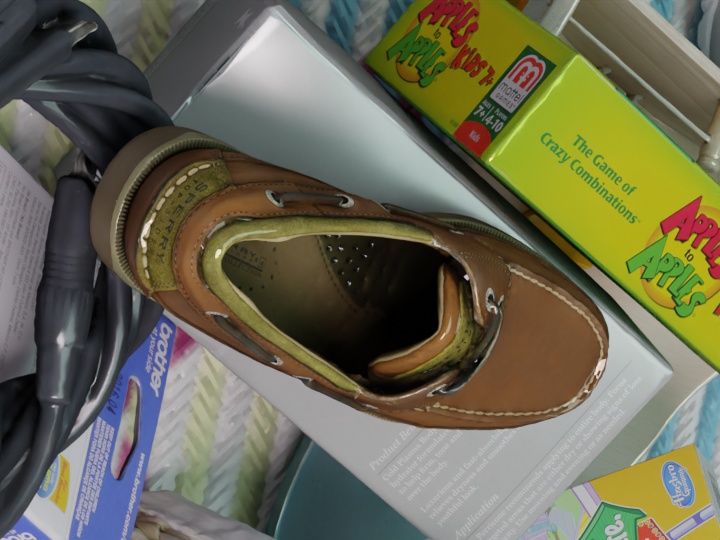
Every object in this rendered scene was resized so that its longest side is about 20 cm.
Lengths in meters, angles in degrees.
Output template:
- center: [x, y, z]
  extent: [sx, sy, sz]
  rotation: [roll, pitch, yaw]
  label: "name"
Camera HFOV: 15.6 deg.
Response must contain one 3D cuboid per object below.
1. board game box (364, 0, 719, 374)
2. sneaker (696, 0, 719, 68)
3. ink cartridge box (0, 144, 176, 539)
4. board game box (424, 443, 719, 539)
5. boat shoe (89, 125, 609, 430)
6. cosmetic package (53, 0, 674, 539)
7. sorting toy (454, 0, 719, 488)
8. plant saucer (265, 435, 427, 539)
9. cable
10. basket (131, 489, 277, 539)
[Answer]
- center: [0.100, -0.018, 0.922]
  extent: [0.200, 0.102, 0.048]
  rotation: [39, 93, -33]
  label: "board game box"
- center: [0.217, -0.143, 1.100]
  extent: [0.075, 0.082, 0.200]
  rotation: [12, 119, -49]
  label: "sneaker"
- center: [-0.137, 0.009, 0.844]
  extent: [0.200, 0.042, 0.120]
  rotation: [46, 38, -37]
  label: "ink cartridge box"
- center: [0.087, 0.177, 0.924]
  extent: [0.034, 0.134, 0.201]
  rotation: [46, 25, -60]
  label: "board game box"
- center: [0.010, 0.016, 0.809]
  extent: [0.199, 0.068, 0.072]
  rotation: [16, 99, -38]
  label: "boat shoe"
- center: [0.000, 0.000, 0.911]
  extent: [0.107, 0.090, 0.200]
  rotation: [-45, 107, 5]
  label: "cosmetic package"
- center: [0.086, -0.010, 1.022]
  extent: [0.200, 0.107, 0.180]
  rotation: [37, 76, -33]
  label: "sorting toy"
- center: [0.031, 0.114, 1.065]
  extent: [0.200, 0.027, 0.201]
  rotation: [-13, 109, -40]
  label: "plant saucer"
- center: [-0.125, 0.007, 0.759]
  extent: [0.200, 0.051, 0.164]
  rotation: [-54, 145, -36]
  label: "cable"
- center: [-0.071, 0.205, 0.878]
  extent: [0.160, 0.200, 0.199]
  rotation: [-13, 111, -38]
  label: "basket"
